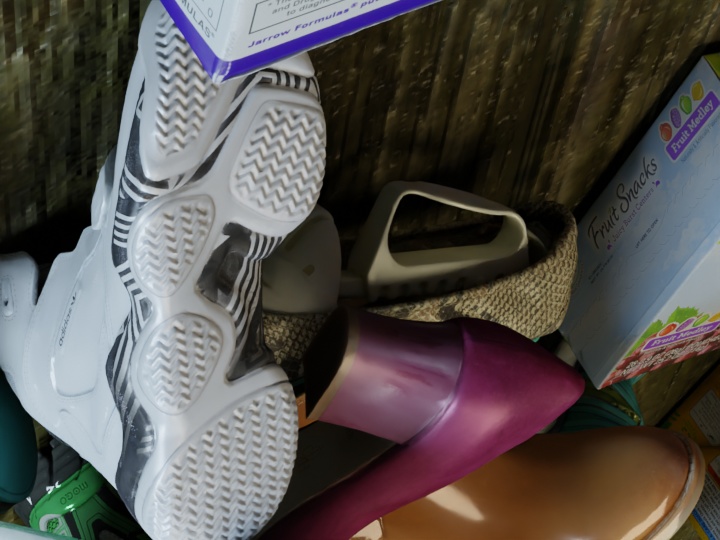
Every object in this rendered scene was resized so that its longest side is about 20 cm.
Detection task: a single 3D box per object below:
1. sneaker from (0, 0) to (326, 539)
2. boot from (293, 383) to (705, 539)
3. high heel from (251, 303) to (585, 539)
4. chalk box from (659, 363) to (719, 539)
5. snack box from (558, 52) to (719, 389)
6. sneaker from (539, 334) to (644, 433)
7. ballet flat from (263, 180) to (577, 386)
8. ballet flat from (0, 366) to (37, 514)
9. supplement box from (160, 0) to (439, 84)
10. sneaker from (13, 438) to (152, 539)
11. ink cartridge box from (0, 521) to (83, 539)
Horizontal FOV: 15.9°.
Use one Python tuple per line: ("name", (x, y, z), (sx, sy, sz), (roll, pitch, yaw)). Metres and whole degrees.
("sneaker", (-0.075, -0.012, 0.856), (0.075, 0.115, 0.200), (-15, 118, -38))
("boot", (0.027, 0.076, 1.062), (0.200, 0.074, 0.155), (-20, 133, 19))
("high heel", (0.001, 0.086, 0.965), (0.096, 0.068, 0.200), (14, 143, -19))
("chalk box", (0.291, 0.101, 1.511), (0.200, 0.125, 0.124), (-9, 148, -43))
("snack box", (0.199, -0.038, 1.174), (0.200, 0.068, 0.169), (-16, 153, -39))
("sneaker", (0.107, 0.085, 1.234), (0.200, 0.080, 0.078), (-49, 169, -52))
("ballet flat", (0.000, 0.000, 0.991), (0.200, 0.068, 0.075), (-8, 128, -31))
("ballet flat", (-0.166, 0.037, 0.859), (0.070, 0.068, 0.200), (-9, 159, 6))
("supplement box", (-0.003, -0.154, 0.615), (0.103, 0.101, 0.200), (-23, 156, -23))
("sneaker", (-0.089, 0.130, 1.109), (0.078, 0.085, 0.200), (-34, 159, 4))
("ink cartridge box", (-0.060, 0.131, 0.947), (0.200, 0.161, 0.050), (29, 72, -69))
